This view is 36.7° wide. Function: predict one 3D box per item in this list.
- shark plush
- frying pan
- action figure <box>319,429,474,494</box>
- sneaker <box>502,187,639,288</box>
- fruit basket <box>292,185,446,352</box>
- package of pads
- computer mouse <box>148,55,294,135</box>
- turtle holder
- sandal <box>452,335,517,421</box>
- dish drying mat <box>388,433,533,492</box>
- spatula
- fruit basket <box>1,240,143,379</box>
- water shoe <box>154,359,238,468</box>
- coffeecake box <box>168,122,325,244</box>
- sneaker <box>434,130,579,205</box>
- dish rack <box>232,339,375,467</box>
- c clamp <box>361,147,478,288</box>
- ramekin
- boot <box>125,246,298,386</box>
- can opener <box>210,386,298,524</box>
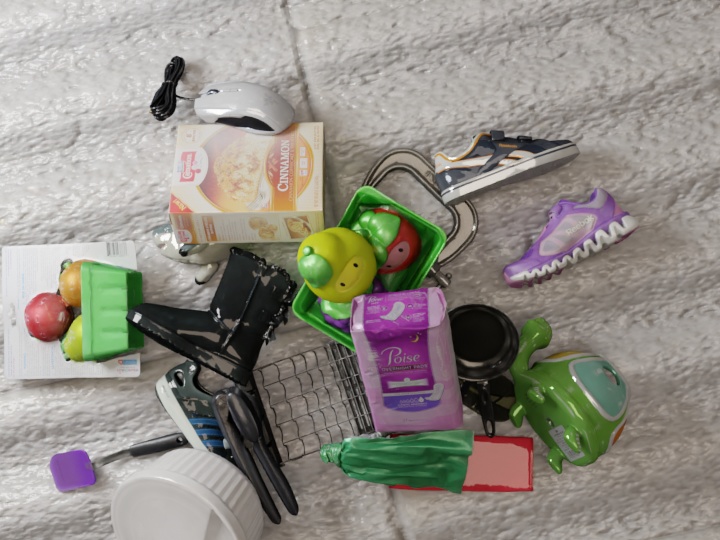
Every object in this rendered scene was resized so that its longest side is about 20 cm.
[{"bbox_3d":[-0.187,-0.069,1.490,0.200,0.091,0.083,-33,59,4],"label":"shark plush"},{"bbox_3d":[0.172,0.122,1.439,0.115,0.031,0.190,-29,108,18],"label":"frying pan"},{"bbox_3d":[0.045,0.248,1.455,0.199,0.055,0.119,3,121,-6],"label":"action figure"},{"bbox_3d":[0.276,-0.047,1.483,0.200,0.080,0.089,-28,82,-5],"label":"sneaker"},{"bbox_3d":[0.000,0.000,1.404,0.155,0.216,0.216,31,89,2],"label":"fruit basket"},{"bbox_3d":[0.062,0.120,1.380,0.120,0.076,0.201,-6,129,8],"label":"package of pads"},{"bbox_3d":[-0.185,-0.234,1.465,0.199,0.044,0.110,11,51,10],"label":"computer mouse"},{"bbox_3d":[0.275,0.167,1.458,0.131,0.141,0.185,-33,51,-20],"label":"turtle holder"},{"bbox_3d":[0.130,0.139,1.490,0.201,0.057,0.080,41,84,-14],"label":"sandal"},{"bbox_3d":[0.139,0.266,1.502,0.199,0.018,0.077,1,88,1],"label":"dish drying mat"},{"bbox_3d":[-0.333,0.257,1.503,0.199,0.021,0.057,-17,101,-2],"label":"spatula"},{"bbox_3d":[-0.396,0.056,1.488,0.199,0.094,0.186,-3,88,16],"label":"fruit basket"},{"bbox_3d":[-0.196,0.212,1.479,0.079,0.072,0.200,-39,89,-3],"label":"water shoe"},{"bbox_3d":[-0.147,-0.118,1.451,0.199,0.073,0.154,-1,56,0],"label":"coffeecake box"},{"bbox_3d":[0.197,-0.157,1.481,0.199,0.078,0.080,-18,80,-6],"label":"sneaker"},{"bbox_3d":[-0.065,0.177,1.489,0.199,0.055,0.154,-19,90,-2],"label":"dish rack"},{"bbox_3d":[0.070,-0.062,1.505,0.171,0.027,0.200,-41,89,0],"label":"c clamp"},{"bbox_3d":[-0.219,0.327,1.429,0.201,0.094,0.203,12,120,21],"label":"ramekin"},{"bbox_3d":[-0.191,0.045,1.450,0.198,0.073,0.163,28,76,-5],"label":"boot"},{"bbox_3d":[-0.142,0.245,1.436,0.063,0.079,0.201,-20,100,8],"label":"can opener"}]
